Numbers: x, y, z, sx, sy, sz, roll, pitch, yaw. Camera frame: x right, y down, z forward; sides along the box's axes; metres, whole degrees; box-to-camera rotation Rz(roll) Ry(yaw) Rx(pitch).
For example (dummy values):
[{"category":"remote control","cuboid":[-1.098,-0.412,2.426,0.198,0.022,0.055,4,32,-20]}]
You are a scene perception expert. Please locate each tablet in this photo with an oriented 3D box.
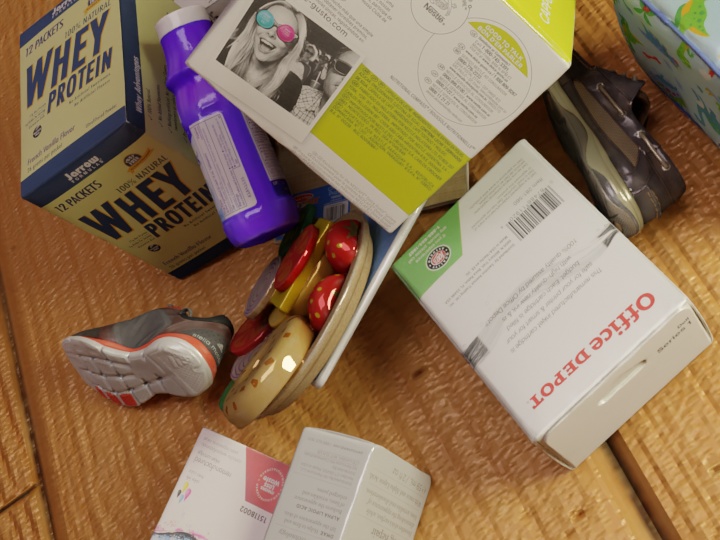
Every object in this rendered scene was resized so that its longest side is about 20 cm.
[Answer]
[{"category":"tablet","cuboid":[0.000,0.000,0.932,0.202,0.014,0.130,-62,16,-5]}]

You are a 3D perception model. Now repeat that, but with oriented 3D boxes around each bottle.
[{"category":"bottle","cuboid":[-0.115,-0.121,0.952,0.065,0.084,0.202,-22,89,2]}]

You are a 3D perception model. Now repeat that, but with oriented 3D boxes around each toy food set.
[{"category":"toy food set","cuboid":[-0.057,0.035,0.933,0.202,0.048,0.198,-61,16,-2]}]

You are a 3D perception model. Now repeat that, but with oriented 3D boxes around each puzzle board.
[{"category":"puzzle board","cuboid":[0.009,-0.109,1.039,0.198,0.017,0.153,-13,61,27]}]

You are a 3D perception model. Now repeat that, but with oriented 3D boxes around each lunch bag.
[{"category":"lunch bag","cuboid":[0.262,-0.152,0.810,0.082,0.161,0.201,-35,54,5]}]

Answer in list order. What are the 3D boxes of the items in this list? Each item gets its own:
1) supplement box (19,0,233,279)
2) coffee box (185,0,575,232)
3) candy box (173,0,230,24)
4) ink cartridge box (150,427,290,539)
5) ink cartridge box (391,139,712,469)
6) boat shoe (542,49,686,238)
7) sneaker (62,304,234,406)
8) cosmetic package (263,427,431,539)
[{"category":"supplement box","cuboid":[-0.198,-0.136,1.057,0.133,0.199,0.202,-29,53,25]},{"category":"coffee box","cuboid":[0.027,-0.195,0.844,0.198,0.199,0.201,-42,17,32]},{"category":"candy box","cuboid":[-0.111,-0.341,1.174,0.166,0.071,0.203,-18,56,42]},{"category":"ink cartridge box","cuboid":[-0.113,0.243,0.902,0.115,0.067,0.202,15,75,37]},{"category":"ink cartridge box","cuboid":[0.139,0.024,0.843,0.146,0.084,0.201,-43,51,7]},{"category":"boat shoe","cuboid":[0.196,-0.118,0.898,0.072,0.075,0.202,-23,61,5]},{"category":"sneaker","cuboid":[-0.193,0.073,1.054,0.198,0.078,0.082,0,36,36]},{"category":"cosmetic package","cuboid":[-0.025,0.229,0.833,0.073,0.101,0.203,7,71,35]}]
